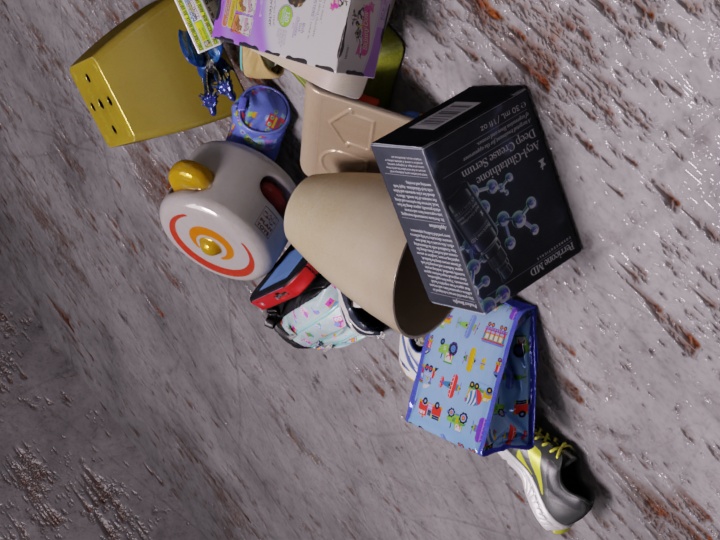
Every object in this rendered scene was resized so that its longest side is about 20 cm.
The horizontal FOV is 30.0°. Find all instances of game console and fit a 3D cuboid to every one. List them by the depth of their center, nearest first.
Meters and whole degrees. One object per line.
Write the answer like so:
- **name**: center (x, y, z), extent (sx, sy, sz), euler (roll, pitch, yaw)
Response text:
- **game console**: center (-0.074, -0.029, 1.862), extent (0.031, 0.177, 0.200), euler (38, 159, -13)

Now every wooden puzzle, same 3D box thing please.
- **wooden puzzle**: center (0.023, -0.149, 1.631), extent (0.199, 0.046, 0.185), euler (23, 151, 7)

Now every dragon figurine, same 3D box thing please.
- **dragon figurine**: center (-0.221, -0.317, 1.891), extent (0.099, 0.059, 0.201), euler (-125, 16, -87)

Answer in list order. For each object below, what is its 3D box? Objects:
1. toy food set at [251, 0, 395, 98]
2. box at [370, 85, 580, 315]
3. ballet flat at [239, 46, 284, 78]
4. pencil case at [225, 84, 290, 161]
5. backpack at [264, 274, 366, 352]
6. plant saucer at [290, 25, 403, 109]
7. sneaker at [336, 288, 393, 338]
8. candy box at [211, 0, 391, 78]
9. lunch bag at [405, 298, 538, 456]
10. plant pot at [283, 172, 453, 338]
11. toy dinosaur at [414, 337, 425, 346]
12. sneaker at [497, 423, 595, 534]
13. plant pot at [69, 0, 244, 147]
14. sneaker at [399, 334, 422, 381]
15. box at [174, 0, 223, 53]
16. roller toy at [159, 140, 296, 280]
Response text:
- **toy food set**: center (-0.053, -0.304, 1.568), extent (0.200, 0.060, 0.144), euler (32, 110, 34)
- **box**: center (0.126, -0.078, 1.453), extent (0.107, 0.148, 0.201), euler (13, 130, 57)
- **ballet flat**: center (-0.131, -0.336, 1.765), extent (0.063, 0.069, 0.200), euler (16, 142, 17)
- **pencil case**: center (-0.158, -0.188, 1.942), extent (0.200, 0.086, 0.078), euler (121, 157, -62)
- **backpack**: center (-0.028, 0.034, 1.891), extent (0.126, 0.167, 0.200), euler (40, 156, -12)
- **plant saucer**: center (-0.040, -0.275, 1.661), extent (0.200, 0.048, 0.200), euler (50, 154, 18)
- **sneaker**: center (0.000, 0.000, 1.711), extent (0.130, 0.079, 0.200), euler (-150, 46, -66)
- **candy box**: center (-0.059, -0.317, 1.489), extent (0.200, 0.071, 0.169), euler (23, 104, 37)
- **lunch bag**: center (0.144, 0.110, 1.671), extent (0.150, 0.094, 0.201), euler (18, 106, 51)
- **plant pot**: center (0.012, -0.040, 1.606), extent (0.199, 0.187, 0.188), euler (22, 140, 30)
- **toy dinosaur**: center (0.078, -0.002, 1.747), extent (0.102, 0.077, 0.201), euler (22, 133, 35)
- **sneaker**: center (0.236, 0.233, 1.720), extent (0.085, 0.074, 0.201), euler (-38, 78, 41)
- **plant pot**: center (-0.315, -0.286, 2.013), extent (0.200, 0.176, 0.201), euler (0, 119, 61)
- **sneaker**: center (0.117, 0.138, 1.809), extent (0.200, 0.075, 0.088), euler (39, 149, 36)
- **box**: center (-0.203, -0.353, 1.762), extent (0.200, 0.035, 0.110), euler (-77, -35, -73)
- **roller toy**: center (-0.186, -0.080, 1.910), extent (0.182, 0.140, 0.200), euler (26, 151, 3)
